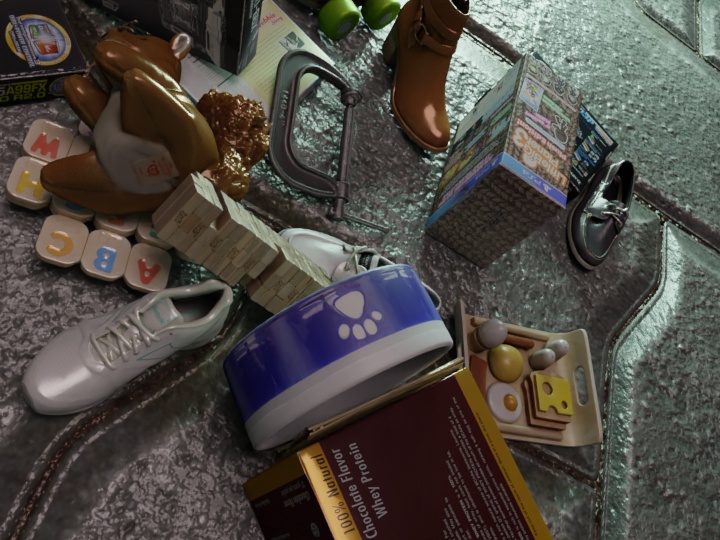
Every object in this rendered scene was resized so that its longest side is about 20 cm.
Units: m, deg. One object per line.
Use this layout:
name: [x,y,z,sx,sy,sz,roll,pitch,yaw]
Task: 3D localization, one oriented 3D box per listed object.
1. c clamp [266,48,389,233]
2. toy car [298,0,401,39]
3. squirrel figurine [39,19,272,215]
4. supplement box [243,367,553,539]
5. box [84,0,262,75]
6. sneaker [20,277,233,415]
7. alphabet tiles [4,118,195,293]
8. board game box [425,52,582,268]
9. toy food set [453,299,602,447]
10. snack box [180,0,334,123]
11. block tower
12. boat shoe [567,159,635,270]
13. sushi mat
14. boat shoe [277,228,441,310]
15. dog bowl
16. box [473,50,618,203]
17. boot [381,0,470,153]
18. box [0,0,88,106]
c clamp: [-0.037,-0.155,0.833,0.168,0.027,0.205,11,72,-34]
toy car: [-0.002,-0.434,0.903,0.156,0.200,0.166,-27,80,-37]
squirrel figurine: [-0.187,-0.145,0.690,0.198,0.142,0.189,26,31,-34]
supplement box: [0.037,0.228,0.631,0.197,0.133,0.200,-18,76,-36]
box: [-0.195,-0.315,0.726,0.197,0.159,0.050,27,52,3]
sneaker: [-0.197,0.054,0.616,0.199,0.080,0.071,-30,84,-36]
alphabet tiles: [-0.230,-0.076,0.688,0.197,0.015,0.199,20,51,-22]
board game box: [0.181,-0.136,0.886,0.096,0.159,0.203,29,55,-14]
toy food set: [0.196,0.120,0.826,0.196,0.060,0.146,13,60,-24]
snack box: [-0.127,-0.229,0.828,0.116,0.037,0.201,43,52,-6]
block tower: [-0.100,-0.012,0.662,0.200,0.058,0.054,41,10,-40]
boat shoe: [0.355,-0.088,1.025,0.072,0.063,0.202,36,53,-9]
sushi mat: [0.010,0.133,0.687,0.197,0.096,0.012,-18,74,-36]
boat shoe: [0.000,0.000,0.767,0.197,0.067,0.075,24,55,-18]
dog bowl: [-0.020,0.078,0.631,0.197,0.200,0.080,-17,72,-35]
box: [0.281,-0.216,1.057,0.200,0.046,0.159,48,52,-1]
boot: [0.102,-0.272,0.910,0.075,0.155,0.204,1,65,-30]
box: [-0.379,-0.256,0.688,0.158,0.044,0.203,-18,76,-35]
